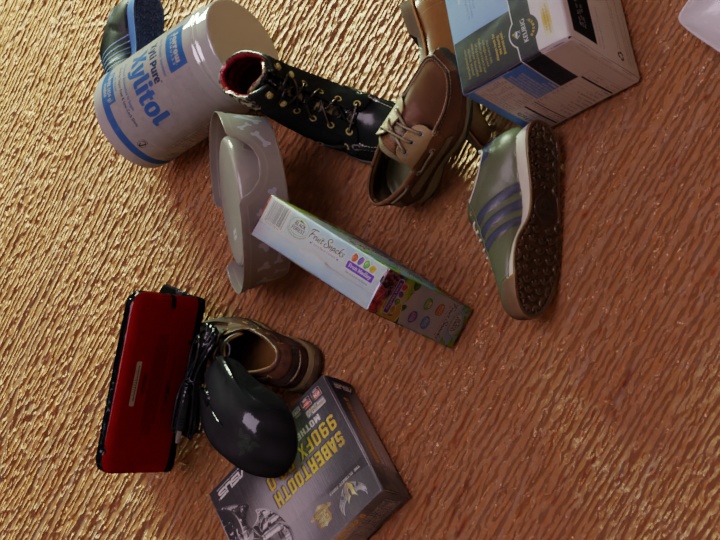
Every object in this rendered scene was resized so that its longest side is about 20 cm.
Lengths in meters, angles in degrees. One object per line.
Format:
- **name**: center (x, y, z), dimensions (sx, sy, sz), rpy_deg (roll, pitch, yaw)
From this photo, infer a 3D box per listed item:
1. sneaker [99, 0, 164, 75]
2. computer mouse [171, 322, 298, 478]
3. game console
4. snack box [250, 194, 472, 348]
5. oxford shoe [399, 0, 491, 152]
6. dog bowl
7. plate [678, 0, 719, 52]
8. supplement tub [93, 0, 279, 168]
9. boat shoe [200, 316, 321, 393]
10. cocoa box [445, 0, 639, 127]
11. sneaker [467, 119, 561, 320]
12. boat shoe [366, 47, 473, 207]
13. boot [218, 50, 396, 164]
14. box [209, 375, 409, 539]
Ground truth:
- **sneaker**: center (-0.293, -0.253, 2.114), dimensions (0.078, 0.070, 0.202), rpy_deg (-18, 60, 46)
- **computer mouse**: center (-0.142, 0.154, 1.766), dimensions (0.200, 0.052, 0.139), rpy_deg (32, 113, 44)
- **game console**: center (-0.254, 0.116, 1.873), dimensions (0.118, 0.172, 0.202), rpy_deg (13, 93, 34)
- **snack box**: center (0.000, 0.000, 1.708), dimensions (0.200, 0.142, 0.053), rpy_deg (33, 97, 44)
- **oxford shoe**: center (0.103, -0.216, 1.744), dimensions (0.071, 0.071, 0.201), rpy_deg (-25, 64, 13)
- **dog bowl**: center (-0.121, -0.078, 1.833), dimensions (0.200, 0.058, 0.202), rpy_deg (172, 90, -79)
- **plate**: center (0.412, -0.257, 1.503), dimensions (0.200, 0.032, 0.200), rpy_deg (-54, 48, 13)
- **supplement tub**: center (-0.207, -0.219, 1.975), dimensions (0.199, 0.132, 0.133), rpy_deg (-29, 58, 32)
- **boat shoe**: center (-0.133, 0.086, 1.849), dimensions (0.199, 0.067, 0.073), rpy_deg (11, 83, 43)
- **cocoa box**: center (0.171, -0.262, 1.650), dimensions (0.131, 0.133, 0.201), rpy_deg (-27, 59, 33)
- **sneaker**: center (0.147, -0.045, 1.652), dimensions (0.090, 0.067, 0.202), rpy_deg (-12, 68, 47)
- **boat shoe**: center (0.056, -0.134, 1.691), dimensions (0.076, 0.074, 0.201), rpy_deg (48, 143, 27)
- **boot**: center (-0.044, -0.176, 1.799), dimensions (0.203, 0.153, 0.074), rpy_deg (19, 88, 44)
- **box**: center (-0.057, 0.235, 1.744), dimensions (0.200, 0.048, 0.159), rpy_deg (-46, 49, 21)
